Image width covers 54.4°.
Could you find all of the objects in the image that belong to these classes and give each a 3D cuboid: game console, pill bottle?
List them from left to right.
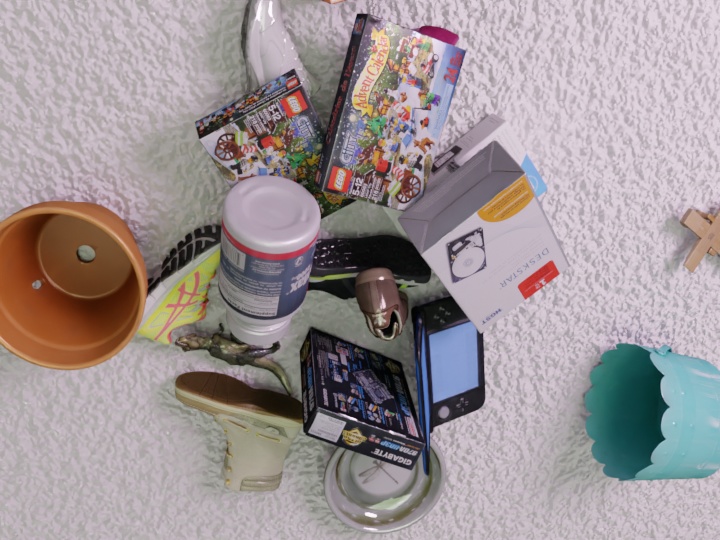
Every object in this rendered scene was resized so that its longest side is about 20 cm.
[{"bbox_3d":[-0.120,-0.004,0.881,0.116,0.122,0.203,5,136,-10],"label":"pill bottle"},{"bbox_3d":[0.131,0.155,1.000,0.167,0.118,0.205,-15,114,-21],"label":"game console"}]

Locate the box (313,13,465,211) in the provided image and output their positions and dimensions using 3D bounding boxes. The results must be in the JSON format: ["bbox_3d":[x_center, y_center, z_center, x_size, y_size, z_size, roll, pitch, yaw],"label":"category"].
[{"bbox_3d":[0.034,-0.182,0.840,0.133,0.038,0.205,9,105,-26],"label":"box"}]

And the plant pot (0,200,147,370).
[{"bbox_3d":[-0.359,0.002,0.880,0.194,0.141,0.206,-3,111,-7],"label":"plant pot"}]

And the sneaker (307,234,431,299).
[{"bbox_3d":[0.000,0.000,0.983,0.194,0.073,0.084,5,143,-10],"label":"sneaker"}]

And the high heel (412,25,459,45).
[{"bbox_3d":[0.073,-0.208,0.904,0.093,0.067,0.206,4,98,1],"label":"high heel"}]

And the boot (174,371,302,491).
[{"bbox_3d":[-0.192,0.242,1.035,0.195,0.072,0.158,18,113,-9],"label":"boot"}]

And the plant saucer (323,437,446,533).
[{"bbox_3d":[0.037,0.318,1.106,0.194,0.050,0.206,-3,111,-6],"label":"plant saucer"}]

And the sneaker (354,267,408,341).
[{"bbox_3d":[0.028,0.062,0.937,0.068,0.200,0.078,-10,71,9],"label":"sneaker"}]

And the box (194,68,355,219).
[{"bbox_3d":[-0.099,-0.133,0.876,0.134,0.038,0.201,-26,139,3],"label":"box"}]

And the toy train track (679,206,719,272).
[{"bbox_3d":[0.542,-0.035,1.058,0.198,0.033,0.116,32,96,-24],"label":"toy train track"}]

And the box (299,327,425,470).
[{"bbox_3d":[-0.004,0.170,0.962,0.156,0.201,0.047,22,110,-16],"label":"box"}]

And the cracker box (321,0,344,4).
[{"bbox_3d":[0.044,-0.362,0.804,0.195,0.135,0.059,-16,114,-1],"label":"cracker box"}]

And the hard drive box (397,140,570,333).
[{"bbox_3d":[0.162,-0.036,0.893,0.155,0.077,0.200,-37,136,7],"label":"hard drive box"}]

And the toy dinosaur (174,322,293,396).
[{"bbox_3d":[-0.162,0.110,0.999,0.197,0.048,0.089,28,119,-24],"label":"toy dinosaur"}]

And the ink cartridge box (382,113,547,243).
[{"bbox_3d":[0.139,-0.100,0.953,0.199,0.067,0.116,-38,112,7],"label":"ink cartridge box"}]

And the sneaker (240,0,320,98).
[{"bbox_3d":[-0.098,-0.251,0.866,0.096,0.078,0.205,-4,120,-14],"label":"sneaker"}]

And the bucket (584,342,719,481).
[{"bbox_3d":[0.444,0.213,1.048,0.131,0.208,0.213,8,110,-13],"label":"bucket"}]

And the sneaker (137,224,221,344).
[{"bbox_3d":[-0.231,0.022,0.949,0.199,0.079,0.090,-41,119,14],"label":"sneaker"}]
